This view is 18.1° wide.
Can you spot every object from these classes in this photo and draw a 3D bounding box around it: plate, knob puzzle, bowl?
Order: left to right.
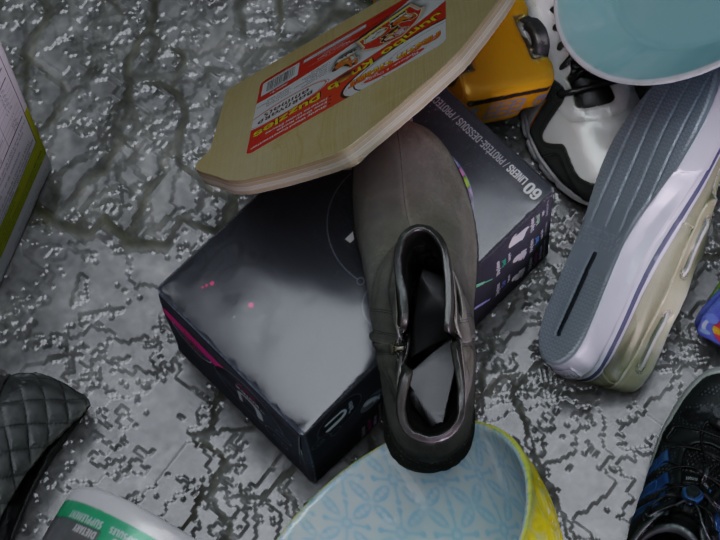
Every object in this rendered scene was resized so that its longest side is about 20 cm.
[{"bbox_3d":[0.001,-0.091,1.213,0.219,0.219,0.031,-38,111,-11],"label":"knob puzzle"},{"bbox_3d":[0.040,0.190,1.202,0.200,0.200,0.108,-50,118,-14],"label":"bowl"},{"bbox_3d":[0.197,-0.178,1.252,0.199,0.026,0.201,-25,43,26],"label":"plate"}]

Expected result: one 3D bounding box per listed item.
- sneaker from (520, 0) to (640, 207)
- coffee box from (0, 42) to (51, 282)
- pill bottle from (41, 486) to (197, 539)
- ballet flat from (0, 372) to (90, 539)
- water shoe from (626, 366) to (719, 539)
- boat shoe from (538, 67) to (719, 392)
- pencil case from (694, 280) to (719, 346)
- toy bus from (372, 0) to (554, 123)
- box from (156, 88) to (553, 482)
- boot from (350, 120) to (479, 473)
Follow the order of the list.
[{"bbox_3d":[0.123,-0.132,1.341,0.073,0.080,0.201,-16,73,-6],"label":"sneaker"},{"bbox_3d":[-0.312,-0.041,1.261,0.198,0.198,0.201,19,72,9],"label":"coffee box"},{"bbox_3d":[-0.154,0.227,1.205,0.113,0.113,0.201,26,73,11],"label":"pill bottle"},{"bbox_3d":[-0.200,0.151,1.259,0.056,0.067,0.201,12,72,2],"label":"ballet flat"},{"bbox_3d":[0.184,0.141,1.240,0.071,0.079,0.201,19,72,8],"label":"water shoe"},{"bbox_3d":[0.168,-0.026,1.289,0.062,0.072,0.201,23,97,-32],"label":"boat shoe"},{"bbox_3d":[0.284,0.057,1.268,0.200,0.078,0.087,39,45,15],"label":"pencil case"},{"bbox_3d":[0.045,-0.175,1.350,0.065,0.078,0.201,-12,67,-24],"label":"toy bus"},{"bbox_3d":[0.000,0.000,1.283,0.122,0.106,0.200,42,78,16],"label":"box"},{"bbox_3d":[0.034,-0.001,1.158,0.067,0.131,0.201,-6,73,-2],"label":"boot"}]
